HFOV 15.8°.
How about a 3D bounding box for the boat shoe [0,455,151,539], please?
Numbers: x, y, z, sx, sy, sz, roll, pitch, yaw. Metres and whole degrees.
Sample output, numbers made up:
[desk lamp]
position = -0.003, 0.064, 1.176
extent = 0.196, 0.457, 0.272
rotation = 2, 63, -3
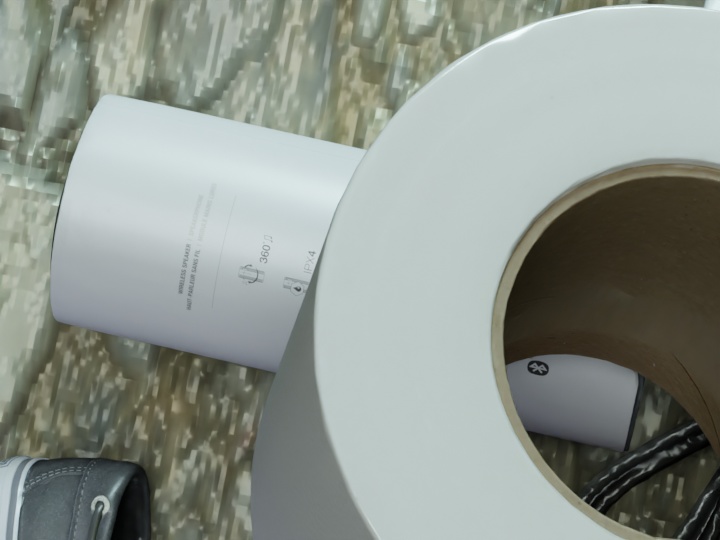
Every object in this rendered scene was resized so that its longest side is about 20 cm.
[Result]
[boat shoe]
position = -0.085, 0.159, 0.864
extent = 0.066, 0.070, 0.201
rotation = -9, 78, 18

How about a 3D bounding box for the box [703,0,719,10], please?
[box]
position = 0.205, -0.064, 0.813
extent = 0.199, 0.098, 0.125
rotation = 15, 52, 7

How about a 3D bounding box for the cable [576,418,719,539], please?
[cable]
position = 0.149, 0.038, 0.859
extent = 0.199, 0.050, 0.097
rotation = -24, 82, 2

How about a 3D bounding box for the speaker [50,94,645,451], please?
[speaker]
position = 0.000, 0.000, 0.861
extent = 0.199, 0.081, 0.082
rotation = 12, 87, 6

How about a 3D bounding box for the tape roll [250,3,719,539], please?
[tape roll]
position = 0.075, 0.047, 0.719
extent = 0.202, 0.139, 0.203
rotation = 4, 67, -9
